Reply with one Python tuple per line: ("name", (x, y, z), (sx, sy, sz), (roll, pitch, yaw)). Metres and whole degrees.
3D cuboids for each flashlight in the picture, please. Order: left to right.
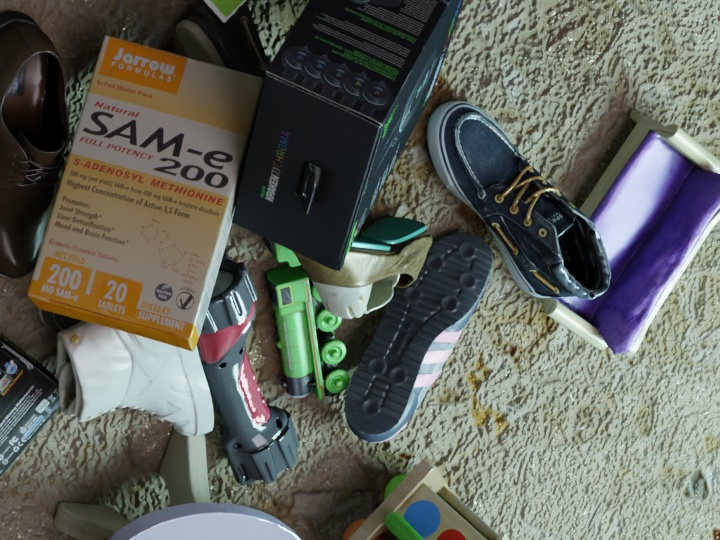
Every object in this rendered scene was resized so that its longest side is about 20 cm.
("flashlight", (-0.096, 0.082, 1.730), (0.068, 0.067, 0.201), (-71, 150, -47))

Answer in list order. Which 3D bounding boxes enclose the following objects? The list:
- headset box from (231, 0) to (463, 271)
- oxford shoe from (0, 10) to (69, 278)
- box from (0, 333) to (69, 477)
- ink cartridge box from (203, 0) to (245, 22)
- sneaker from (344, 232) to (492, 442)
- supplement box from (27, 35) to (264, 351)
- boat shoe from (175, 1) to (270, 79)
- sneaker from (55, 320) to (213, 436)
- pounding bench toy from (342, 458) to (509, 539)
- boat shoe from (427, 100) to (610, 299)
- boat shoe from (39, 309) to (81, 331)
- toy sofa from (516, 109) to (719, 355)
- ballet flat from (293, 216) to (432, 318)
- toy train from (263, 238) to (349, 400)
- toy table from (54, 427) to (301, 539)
("headset box", (-0.009, -0.126, 1.525), (0.175, 0.092, 0.201), (108, 8, -52))
("oxford shoe", (-0.251, -0.080, 1.543), (0.072, 0.084, 0.202), (-12, 119, -29))
("box", (-0.351, 0.113, 1.592), (0.200, 0.047, 0.193), (-50, 126, -2))
("ink cartridge box", (-0.069, -0.297, 1.520), (0.200, 0.076, 0.148), (-43, 88, 5))
("sneaker", (0.047, 0.059, 1.818), (0.201, 0.070, 0.082), (-55, 169, -13))
("supplement box", (-0.154, -0.056, 1.543), (0.125, 0.074, 0.202), (14, 81, 1))
("boat shoe", (-0.069, -0.125, 1.637), (0.057, 0.067, 0.201), (-38, 115, -15))
("sneaker", (-0.182, 0.085, 1.652), (0.115, 0.074, 0.201), (-26, 148, -10))
("pounding bench toy", (0.060, 0.249, 1.813), (0.124, 0.156, 0.200), (-45, 158, -7))
("boat shoe", (0.139, -0.060, 1.770), (0.071, 0.091, 0.201), (-44, 113, -20))
("boat shoe", (-0.170, -0.028, 1.624), (0.200, 0.057, 0.067), (-49, 128, -4))
("toy sofa", (0.239, -0.032, 1.866), (0.083, 0.098, 0.201), (32, 93, -38))
("ballet flat", (0.000, 0.000, 1.706), (0.200, 0.067, 0.073), (-14, 114, -67))
("toy train", (-0.048, 0.022, 1.747), (0.056, 0.042, 0.201), (-15, 119, -15))
("toy table", (-0.146, 0.232, 1.731), (0.199, 0.117, 0.185), (24, 98, -37))
